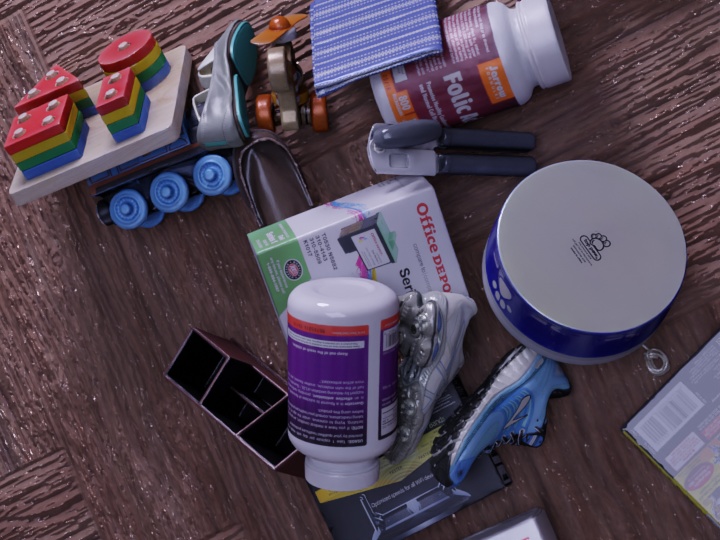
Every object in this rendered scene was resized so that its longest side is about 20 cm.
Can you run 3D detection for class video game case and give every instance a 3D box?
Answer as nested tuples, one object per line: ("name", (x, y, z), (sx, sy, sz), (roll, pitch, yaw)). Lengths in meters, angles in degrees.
("video game case", (0.403, 0.159, 1.549), (0.181, 0.025, 0.200), (45, 98, 12))

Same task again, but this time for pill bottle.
("pill bottle", (0.117, -0.218, 1.594), (0.199, 0.114, 0.115), (-17, 83, 14))
("pill bottle", (-0.018, 0.114, 1.503), (0.112, 0.112, 0.201), (5, 106, 15))

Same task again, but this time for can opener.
("can opener", (0.102, -0.127, 1.566), (0.199, 0.067, 0.054), (0, 85, -23))

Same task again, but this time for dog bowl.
("dog bowl", (0.229, -0.009, 1.529), (0.199, 0.079, 0.201), (2, 64, -5))

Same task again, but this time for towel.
("towel", (0.015, -0.261, 1.603), (0.144, 0.200, 0.024), (-18, 127, 11))

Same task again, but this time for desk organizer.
("desk organizer", (-0.118, 0.144, 1.622), (0.200, 0.077, 0.072), (35, 95, 35))

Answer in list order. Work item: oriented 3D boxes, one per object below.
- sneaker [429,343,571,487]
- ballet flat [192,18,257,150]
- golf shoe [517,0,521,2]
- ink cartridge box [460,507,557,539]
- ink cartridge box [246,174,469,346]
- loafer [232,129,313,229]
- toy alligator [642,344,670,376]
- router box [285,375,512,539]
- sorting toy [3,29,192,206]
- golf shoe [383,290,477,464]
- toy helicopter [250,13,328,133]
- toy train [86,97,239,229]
("sneaker", (0.154, 0.157, 1.554), (0.090, 0.078, 0.200), (47, 63, -2))
("ballet flat", (-0.153, -0.207, 1.641), (0.063, 0.068, 0.200), (-13, 43, 12))
("golf shoe", (0.233, -0.372, 1.592), (0.200, 0.073, 0.092), (-30, 79, 12))
("ink cartridge box", (0.163, 0.371, 1.571), (0.144, 0.084, 0.201), (-25, 82, 12))
("ink cartridge box", (0.000, 0.000, 1.579), (0.199, 0.084, 0.145), (-21, 108, -5))
("loafer", (-0.077, -0.061, 1.631), (0.073, 0.071, 0.201), (-26, 103, -9))
("toy alligator", (0.246, 0.042, 1.579), (0.200, 0.054, 0.059), (41, 98, 13))
("router box", (0.041, 0.207, 1.626), (0.199, 0.052, 0.158), (-28, 80, 12))
("sorting toy", (-0.297, -0.183, 1.657), (0.199, 0.199, 0.070), (-21, 122, 13))
("golf shoe", (0.072, 0.113, 1.558), (0.078, 0.097, 0.201), (42, 126, 41))
("toy helicopter", (-0.080, -0.217, 1.601), (0.079, 0.200, 0.133), (-4, 91, 1))
("toy train", (-0.217, -0.120, 1.686), (0.199, 0.087, 0.115), (-21, 89, 13))
